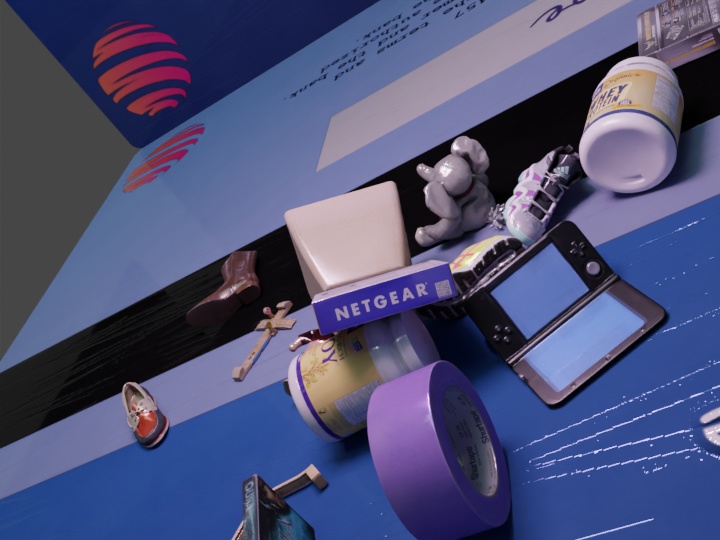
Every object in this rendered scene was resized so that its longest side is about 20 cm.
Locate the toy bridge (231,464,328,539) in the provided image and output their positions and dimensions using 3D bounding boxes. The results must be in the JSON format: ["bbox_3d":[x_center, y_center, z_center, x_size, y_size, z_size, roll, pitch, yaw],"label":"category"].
[{"bbox_3d":[-0.138,0.363,1.215,0.200,0.027,0.067,-43,25,-9],"label":"toy bridge"}]

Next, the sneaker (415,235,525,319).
[{"bbox_3d":[0.174,0.009,1.344,0.200,0.078,0.090,-32,17,4],"label":"sneaker"}]

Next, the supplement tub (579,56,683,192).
[{"bbox_3d":[0.435,-0.236,1.312,0.144,0.145,0.200,-15,35,37],"label":"supplement tub"}]

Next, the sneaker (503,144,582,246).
[{"bbox_3d":[0.309,-0.139,1.343,0.140,0.078,0.200,-45,18,43],"label":"sneaker"}]

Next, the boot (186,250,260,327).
[{"bbox_3d":[-0.314,0.034,1.886,0.186,0.064,0.200,-23,31,0],"label":"boot"}]

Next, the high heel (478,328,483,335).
[{"bbox_3d":[0.252,0.022,1.212,0.200,0.067,0.096,-36,17,16],"label":"high heel"}]

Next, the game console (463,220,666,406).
[{"bbox_3d":[0.270,0.051,1.114,0.200,0.176,0.116,-38,-1,-1],"label":"game console"}]

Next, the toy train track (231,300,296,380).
[{"bbox_3d":[-0.200,0.131,1.636,0.114,0.033,0.200,-7,41,45],"label":"toy train track"}]

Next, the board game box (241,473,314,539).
[{"bbox_3d":[-0.099,0.370,1.043,0.028,0.135,0.200,-33,28,9],"label":"board game box"}]

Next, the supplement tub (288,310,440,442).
[{"bbox_3d":[0.008,0.153,1.231,0.200,0.146,0.146,-30,28,16],"label":"supplement tub"}]

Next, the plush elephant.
[{"bbox_3d":[0.166,-0.145,1.481,0.165,0.155,0.200,-49,29,-21],"label":"plush elephant"}]

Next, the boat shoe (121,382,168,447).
[{"bbox_3d":[-0.439,0.287,1.655,0.071,0.063,0.200,-39,29,-6],"label":"boat shoe"}]

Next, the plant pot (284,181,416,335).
[{"bbox_3d":[0.000,0.000,1.397,0.199,0.200,0.177,-16,42,-2],"label":"plant pot"}]

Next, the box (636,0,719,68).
[{"bbox_3d":[0.605,-0.456,1.546,0.158,0.048,0.200,-21,31,30],"label":"box"}]

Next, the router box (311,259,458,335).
[{"bbox_3d":[0.030,0.036,1.206,0.199,0.049,0.179,-16,2,-1],"label":"router box"}]

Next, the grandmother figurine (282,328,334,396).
[{"bbox_3d":[-0.070,0.137,1.453,0.121,0.061,0.200,11,46,21],"label":"grandmother figurine"}]

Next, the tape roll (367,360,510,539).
[{"bbox_3d":[0.096,0.215,0.975,0.085,0.200,0.200,-25,30,23],"label":"tape roll"}]
